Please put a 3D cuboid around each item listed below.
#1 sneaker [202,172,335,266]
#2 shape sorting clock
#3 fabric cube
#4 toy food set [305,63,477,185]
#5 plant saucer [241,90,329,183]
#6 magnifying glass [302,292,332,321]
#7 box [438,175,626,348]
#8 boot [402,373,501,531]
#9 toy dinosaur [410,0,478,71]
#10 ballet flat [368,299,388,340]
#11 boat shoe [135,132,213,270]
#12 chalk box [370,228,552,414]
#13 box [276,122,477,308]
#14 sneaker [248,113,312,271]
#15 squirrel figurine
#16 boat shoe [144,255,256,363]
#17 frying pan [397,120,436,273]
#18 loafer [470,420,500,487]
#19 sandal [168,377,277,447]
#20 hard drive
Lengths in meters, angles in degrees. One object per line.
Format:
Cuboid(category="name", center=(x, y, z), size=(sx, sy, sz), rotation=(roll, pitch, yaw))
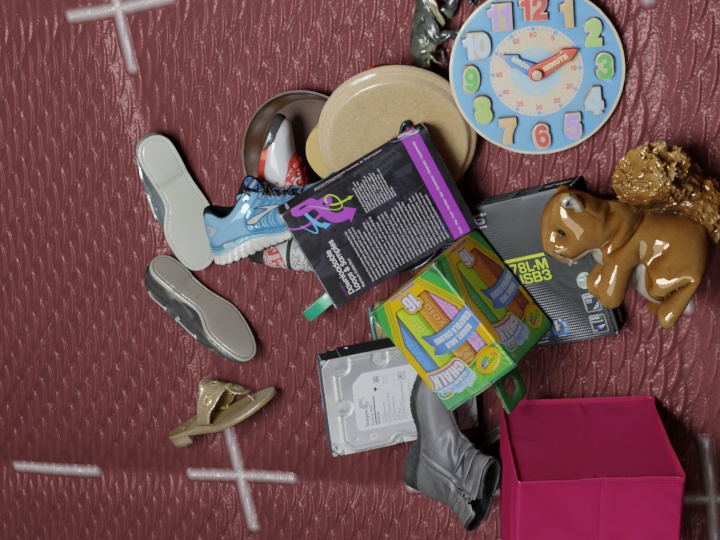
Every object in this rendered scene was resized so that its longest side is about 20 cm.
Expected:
Cuboid(category="sneaker", center=(-0.111, -0.078, 1.703), size=(0.200, 0.078, 0.090), rotation=(-23, 99, 20))
Cuboid(category="shape sorting clock", center=(0.201, -0.226, 1.591), size=(0.199, 0.039, 0.201), rotation=(3, 112, 7))
Cuboid(category="fabric cube", center=(0.273, 0.284, 1.677), size=(0.199, 0.196, 0.200), rotation=(-1, 113, 1))
Cuboid(category="toy food set", center=(0.045, -0.161, 1.682), size=(0.197, 0.049, 0.200), rotation=(20, 125, -12))
Cuboid(category="plant saucer", center=(-0.058, -0.137, 1.792), size=(0.200, 0.034, 0.201), rotation=(11, 115, 24))
Cuboid(category="magnifying glass", center=(0.000, 0.000, 1.806), size=(0.200, 0.080, 0.022), rotation=(-39, 91, 24))
Cuboid(category="box", center=(0.203, -0.001, 1.708), size=(0.199, 0.048, 0.194), rotation=(-11, 107, 31))
Cuboid(category="boot", center=(0.125, 0.211, 1.735), size=(0.132, 0.070, 0.201), rotation=(28, 124, 44))
Cuboid(category="toy dinosaur", center=(0.094, -0.295, 1.638), size=(0.088, 0.047, 0.201), rotation=(11, 113, 30))
Cuboid(category="ballet flat", center=(0.056, 0.132, 1.837), size=(0.070, 0.071, 0.201), rotation=(2, 112, 27))
Cuboid(category="boat shoe", center=(-0.253, -0.096, 1.909), size=(0.062, 0.073, 0.200), rotation=(32, 146, 65))
Cuboid(category="chalk box", center=(0.136, 0.076, 1.677), size=(0.200, 0.125, 0.124), rotation=(50, 126, 0))
Cuboid(category="box", center=(0.020, -0.064, 1.651), size=(0.200, 0.036, 0.143), rotation=(-30, 115, -1))
Cuboid(category="sneaker", center=(-0.075, -0.094, 1.766), size=(0.108, 0.067, 0.202), rotation=(13, 111, 9))
Cuboid(category="squirrel figurine", center=(0.307, -0.057, 1.575), size=(0.186, 0.142, 0.200), rotation=(30, 105, 3))
Cuboid(category="boat shoe", center=(-0.225, 0.061, 1.954), size=(0.200, 0.067, 0.057), rotation=(44, 140, 9))
Cuboid(category="frying pan", center=(0.032, -0.084, 1.690), size=(0.115, 0.031, 0.191), rotation=(-16, 113, 7))
Cuboid(category="loafer", center=(0.170, 0.247, 1.825), size=(0.072, 0.063, 0.200), rotation=(42, 124, 5))
Cuboid(category="sandal", center=(-0.215, 0.189, 1.992), size=(0.211, 0.078, 0.070), rotation=(-28, 103, 39))
Cuboid(category="hard drive", center=(0.049, 0.154, 1.794), size=(0.199, 0.038, 0.140), rotation=(-10, 111, -10))
